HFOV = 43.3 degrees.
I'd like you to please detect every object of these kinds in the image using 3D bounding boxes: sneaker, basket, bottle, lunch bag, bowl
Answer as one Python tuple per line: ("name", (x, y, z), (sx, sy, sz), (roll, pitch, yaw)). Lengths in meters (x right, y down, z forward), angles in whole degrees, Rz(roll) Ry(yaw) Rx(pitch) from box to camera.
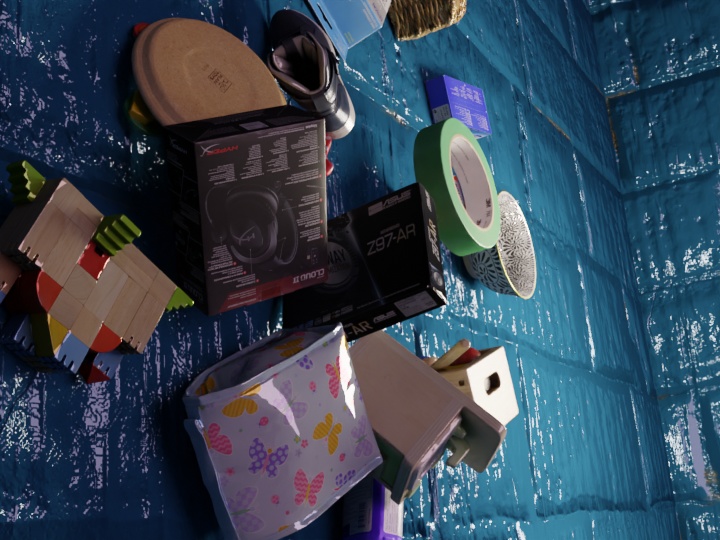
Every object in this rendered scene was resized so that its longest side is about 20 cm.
("sneaker", (-0.079, -0.279, 1.142), (0.204, 0.076, 0.146), (62, 9, 22))
("basket", (0.118, -0.530, 1.609), (0.149, 0.141, 0.202), (-43, 115, -58))
("bottle", (0.017, 0.262, 1.140), (0.065, 0.083, 0.202), (19, 57, -26))
("lunch bag", (-0.092, 0.166, 0.935), (0.199, 0.126, 0.171), (-31, 107, -49))
("bowl", (0.246, -0.038, 1.678), (0.200, 0.093, 0.203), (33, 51, -52))

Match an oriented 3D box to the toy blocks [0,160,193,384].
("toy blocks", (-0.248, 0.025, 0.771), (0.200, 0.099, 0.138), (50, 49, -38))

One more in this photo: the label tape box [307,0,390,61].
("label tape box", (-0.016, -0.446, 1.412), (0.144, 0.066, 0.201), (55, 33, -35))

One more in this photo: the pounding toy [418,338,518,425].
("pounding toy", (0.116, 0.163, 1.258), (0.199, 0.182, 0.144), (-14, 90, -62))

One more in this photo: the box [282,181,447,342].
("box", (0.000, 0.000, 1.078), (0.044, 0.198, 0.162), (46, 31, -43))

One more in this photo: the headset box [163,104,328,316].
("headset box", (-0.113, -0.055, 0.933), (0.148, 0.077, 0.202), (-17, 120, -31))

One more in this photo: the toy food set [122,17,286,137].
("toy food set", (-0.165, -0.195, 0.990), (0.197, 0.049, 0.202), (30, 45, -25))

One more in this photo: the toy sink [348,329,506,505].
("toy sink", (0.051, 0.187, 1.062), (0.112, 0.199, 0.131), (-45, 162, -27))

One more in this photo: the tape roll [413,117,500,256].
("tape roll", (0.147, -0.125, 1.353), (0.200, 0.048, 0.203), (35, 47, -48))

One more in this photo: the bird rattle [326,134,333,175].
("bird rattle", (-0.107, -0.136, 1.080), (0.163, 0.112, 0.201), (41, 38, -23))

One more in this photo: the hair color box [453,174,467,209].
("hair color box", (0.075, -0.084, 1.369), (0.200, 0.110, 0.065), (-31, 104, -61))

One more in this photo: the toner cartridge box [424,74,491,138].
("toner cartridge box", (0.192, -0.313, 1.754), (0.199, 0.043, 0.096), (-3, 82, -61))
